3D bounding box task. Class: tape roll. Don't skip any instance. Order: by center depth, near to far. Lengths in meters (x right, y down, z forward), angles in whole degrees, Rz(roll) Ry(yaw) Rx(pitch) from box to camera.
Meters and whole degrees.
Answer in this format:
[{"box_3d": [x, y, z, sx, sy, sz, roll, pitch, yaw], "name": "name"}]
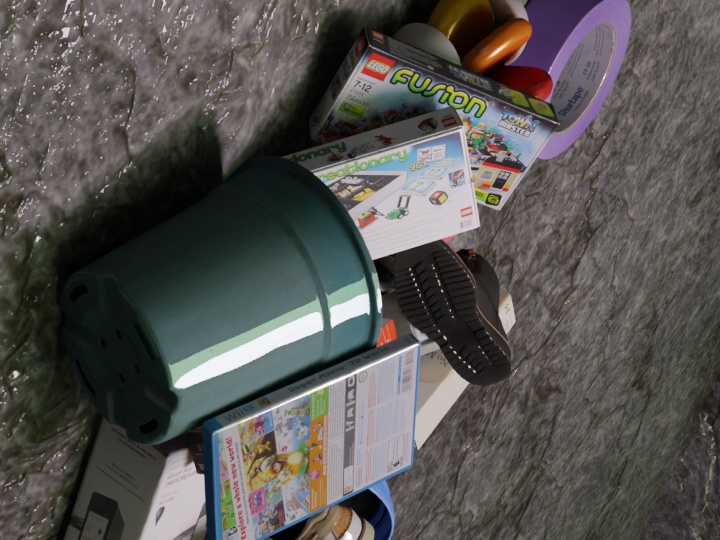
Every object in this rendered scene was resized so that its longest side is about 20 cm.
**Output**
[{"box_3d": [0.223, -0.228, 1.705, 0.200, 0.066, 0.200, -44, 153, -30], "name": "tape roll"}]

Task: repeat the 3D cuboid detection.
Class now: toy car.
[{"box_3d": [0.113, -0.166, 1.462, 0.175, 0.150, 0.200, -37, 148, -40], "name": "toy car"}]

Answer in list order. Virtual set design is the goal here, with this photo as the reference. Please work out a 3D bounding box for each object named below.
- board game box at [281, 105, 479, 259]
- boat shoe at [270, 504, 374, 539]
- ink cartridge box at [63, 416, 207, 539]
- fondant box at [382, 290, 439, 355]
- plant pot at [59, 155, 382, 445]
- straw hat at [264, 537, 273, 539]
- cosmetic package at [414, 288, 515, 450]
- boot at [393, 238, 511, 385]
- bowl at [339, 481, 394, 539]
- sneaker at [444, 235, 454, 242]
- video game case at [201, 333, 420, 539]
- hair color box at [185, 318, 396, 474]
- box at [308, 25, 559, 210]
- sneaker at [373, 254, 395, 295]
[{"box_3d": [0.002, -0.063, 1.355, 0.200, 0.035, 0.126, -17, 135, -4], "name": "board game box"}, {"box_3d": [-0.082, 0.283, 1.539, 0.200, 0.068, 0.075, -31, -151, 27], "name": "boat shoe"}, {"box_3d": [-0.190, 0.216, 1.404, 0.145, 0.084, 0.200, -16, 132, -57], "name": "ink cartridge box"}, {"box_3d": [0.037, 0.063, 1.599, 0.144, 0.058, 0.200, -23, 170, 28], "name": "fondant box"}, {"box_3d": [-0.120, 0.034, 1.219, 0.196, 0.200, 0.200, -28, 142, -37], "name": "plant pot"}, {"box_3d": [-0.108, 0.306, 1.457, 0.201, 0.085, 0.201, -22, 143, -18], "name": "straw hat"}, {"box_3d": [0.081, 0.094, 1.759, 0.200, 0.103, 0.073, -51, 154, -19], "name": "cosmetic package"}, {"box_3d": [0.088, 0.003, 1.513, 0.138, 0.077, 0.200, -87, 156, -47], "name": "boot"}, {"box_3d": [-0.063, 0.241, 1.566, 0.201, 0.200, 0.039, 91, 4, -48], "name": "bowl"}, {"box_3d": [0.073, -0.042, 1.551, 0.087, 0.074, 0.200, -19, 171, 3], "name": "sneaker"}, {"box_3d": [-0.038, 0.143, 1.241, 0.200, 0.018, 0.143, -22, 133, -29], "name": "video game case"}, {"box_3d": [-0.056, 0.111, 1.362, 0.200, 0.111, 0.064, -42, 123, -51], "name": "hair color box"}, {"box_3d": [0.066, -0.135, 1.372, 0.200, 0.035, 0.110, 19, 124, -22], "name": "box"}, {"box_3d": [0.000, 0.000, 1.499, 0.078, 0.099, 0.200, -56, 156, -6], "name": "sneaker"}]
